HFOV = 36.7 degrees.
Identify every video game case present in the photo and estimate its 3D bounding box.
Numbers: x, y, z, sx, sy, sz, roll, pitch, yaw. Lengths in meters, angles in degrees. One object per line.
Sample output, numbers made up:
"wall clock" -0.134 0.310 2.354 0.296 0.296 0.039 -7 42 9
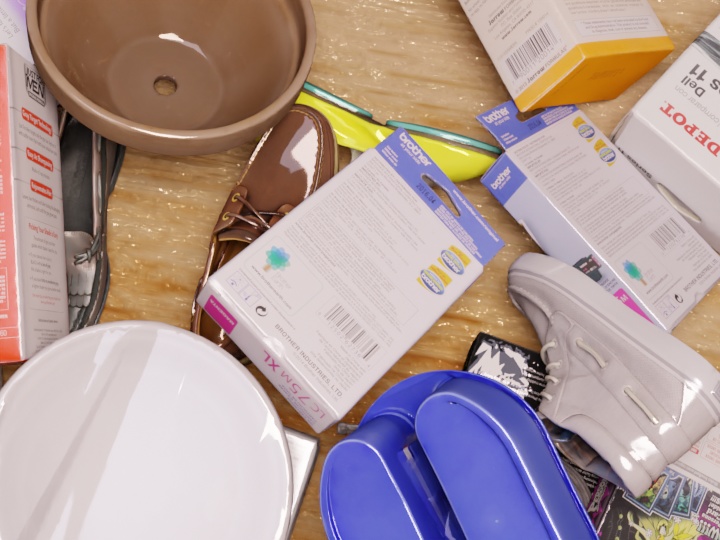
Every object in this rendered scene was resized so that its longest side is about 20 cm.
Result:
"video game case" 0.248 0.180 0.717 0.199 0.036 0.182 27 77 -5

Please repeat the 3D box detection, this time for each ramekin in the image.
"ramekin" -0.140 0.137 0.699 0.200 0.094 0.204 0 79 0

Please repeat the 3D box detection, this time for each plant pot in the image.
"plant pot" -0.138 -0.158 0.785 0.199 0.093 0.203 7 63 -14

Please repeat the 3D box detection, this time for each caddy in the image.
"caddy" 0.064 0.159 0.663 0.141 0.105 0.201 -28 79 14

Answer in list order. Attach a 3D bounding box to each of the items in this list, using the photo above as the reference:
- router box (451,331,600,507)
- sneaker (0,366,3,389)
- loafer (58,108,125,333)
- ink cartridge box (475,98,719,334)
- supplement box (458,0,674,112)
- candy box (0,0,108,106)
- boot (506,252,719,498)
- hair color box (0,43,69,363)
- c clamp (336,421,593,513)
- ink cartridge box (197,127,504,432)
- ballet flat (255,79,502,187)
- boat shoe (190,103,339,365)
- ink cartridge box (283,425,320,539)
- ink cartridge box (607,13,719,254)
"router box" 0.150 0.148 0.766 0.198 0.051 0.150 20 78 5
"sneaker" -0.309 0.007 0.772 0.075 0.105 0.202 -17 75 -3
"loafer" -0.220 -0.037 0.804 0.071 0.063 0.202 6 75 0
"ink cartridge box" 0.170 -0.044 0.794 0.200 0.042 0.119 51 44 9
"supplement box" 0.134 -0.227 0.825 0.125 0.073 0.201 -14 72 -42
"candy box" -0.299 -0.191 0.839 0.167 0.072 0.200 38 78 8
"boot" 0.137 0.063 0.708 0.096 0.074 0.200 -43 37 -7
"hair color box" -0.242 -0.038 0.727 0.061 0.102 0.202 -4 85 2
"c clamp" 0.075 0.197 0.722 0.169 0.027 0.202 -4 80 -4
"ink cartridge box" 0.000 0.000 0.737 0.119 0.042 0.200 47 58 1
"ballet flat" 0.008 -0.093 0.829 0.198 0.067 0.068 21 97 7
"boat shoe" -0.069 -0.025 0.780 0.071 0.068 0.202 21 90 9
"ink cartridge box" -0.133 0.189 0.762 0.159 0.047 0.202 19 82 4
"ink cartridge box" 0.308 -0.126 0.823 0.146 0.083 0.200 42 79 10
